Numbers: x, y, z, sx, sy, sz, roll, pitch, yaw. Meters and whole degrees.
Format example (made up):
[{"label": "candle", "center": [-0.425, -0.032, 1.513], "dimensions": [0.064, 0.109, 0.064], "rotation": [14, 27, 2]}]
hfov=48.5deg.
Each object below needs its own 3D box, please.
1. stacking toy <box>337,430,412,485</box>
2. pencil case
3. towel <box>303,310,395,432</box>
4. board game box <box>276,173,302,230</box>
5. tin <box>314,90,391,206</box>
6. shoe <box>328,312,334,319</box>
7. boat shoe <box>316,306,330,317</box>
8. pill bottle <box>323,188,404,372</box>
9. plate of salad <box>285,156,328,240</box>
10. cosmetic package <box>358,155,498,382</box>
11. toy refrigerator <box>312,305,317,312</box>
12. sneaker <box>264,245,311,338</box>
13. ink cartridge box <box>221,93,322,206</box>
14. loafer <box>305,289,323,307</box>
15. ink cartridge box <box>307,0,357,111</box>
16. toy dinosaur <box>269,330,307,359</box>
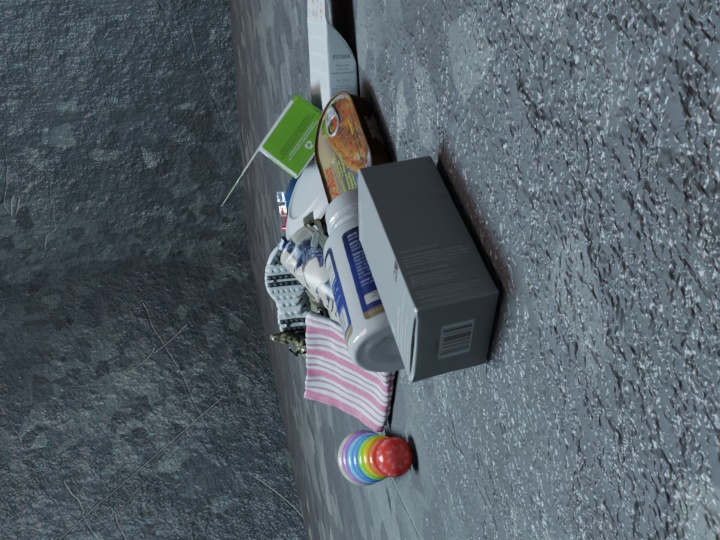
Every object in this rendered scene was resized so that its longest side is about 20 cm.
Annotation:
[{"label": "stacking toy", "center": [0.025, 0.277, 1.180], "dimensions": [0.200, 0.084, 0.087], "rotation": [135, 126, -71]}, {"label": "pencil case", "center": [-0.020, 0.020, 1.030], "dimensions": [0.200, 0.077, 0.090], "rotation": [45, 156, 20]}, {"label": "towel", "center": [-0.019, 0.156, 1.190], "dimensions": [0.030, 0.145, 0.201], "rotation": [-54, -20, -38]}, {"label": "board game box", "center": [-0.093, -0.078, 1.358], "dimensions": [0.158, 0.038, 0.203], "rotation": [-31, -61, -57]}, {"label": "tin", "center": [-0.012, -0.148, 1.056], "dimensions": [0.112, 0.041, 0.202], "rotation": [-49, 43, 36]}, {"label": "shoe", "center": [-0.037, 0.011, 1.311], "dimensions": [0.053, 0.069, 0.203], "rotation": [-121, 15, -83]}, {"label": "boat shoe", "center": [-0.054, 0.095, 1.403], "dimensions": [0.070, 0.066, 0.202], "rotation": [42, -151, -53]}, {"label": "pill bottle", "center": [0.019, 0.006, 0.924], "dimensions": [0.112, 0.109, 0.202], "rotation": [97, 161, -53]}, {"label": "plate of salad", "center": [-0.053, -0.129, 1.201], "dimensions": [0.200, 0.048, 0.201], "rotation": [-50, 25, 32]}, {"label": "cosmetic package", "center": [0.059, -0.008, 0.782], "dimensions": [0.108, 0.089, 0.201], "rotation": [89, 164, -45]}, {"label": "toy refrigerator", "center": [-0.106, -0.003, 1.645], "dimensions": [0.076, 0.069, 0.203], "rotation": [126, 136, -74]}, {"label": "sneaker", "center": [-0.124, 0.027, 1.425], "dimensions": [0.082, 0.074, 0.202], "rotation": [-82, -10, -50]}, {"label": "ink cartridge box", "center": [-0.129, -0.173, 1.250], "dimensions": [0.201, 0.075, 0.148], "rotation": [-54, 12, 7]}, {"label": "loafer", "center": [-0.045, 0.019, 1.179], "dimensions": [0.200, 0.074, 0.071], "rotation": [-104, 4, -78]}, {"label": "ink cartridge box", "center": [-0.043, -0.336, 1.170], "dimensions": [0.160, 0.047, 0.203], "rotation": [-126, 33, -68]}, {"label": "toy dinosaur", "center": [-0.072, 0.161, 1.399], "dimensions": [0.199, 0.048, 0.088], "rotation": [38, 179, 3]}]
